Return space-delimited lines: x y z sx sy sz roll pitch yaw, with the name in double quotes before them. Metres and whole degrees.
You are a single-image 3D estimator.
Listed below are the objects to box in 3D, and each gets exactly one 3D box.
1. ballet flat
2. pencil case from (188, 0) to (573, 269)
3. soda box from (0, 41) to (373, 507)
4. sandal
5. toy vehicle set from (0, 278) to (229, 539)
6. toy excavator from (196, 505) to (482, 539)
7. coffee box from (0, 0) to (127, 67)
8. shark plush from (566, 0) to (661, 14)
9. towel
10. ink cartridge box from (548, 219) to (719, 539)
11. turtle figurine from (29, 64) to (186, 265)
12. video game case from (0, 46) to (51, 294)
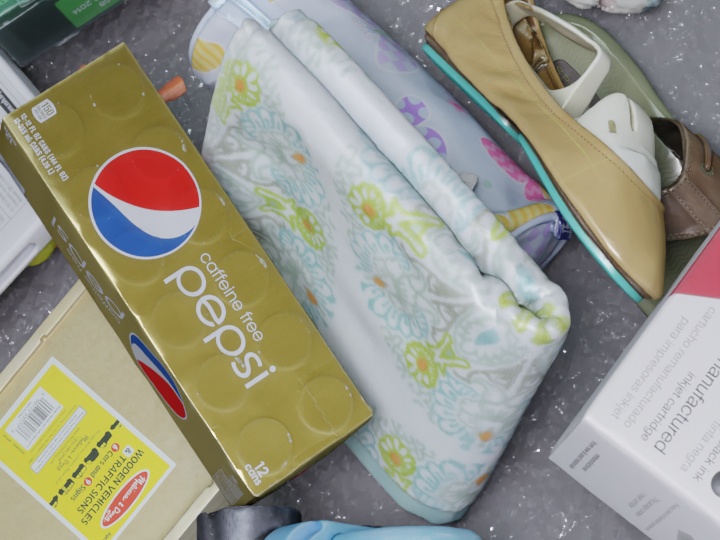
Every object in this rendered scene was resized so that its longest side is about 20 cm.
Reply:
"ballet flat" 0.092 -0.068 1.235 0.063 0.069 0.200 -41 49 6
"pencil case" 0.007 -0.059 1.295 0.200 0.091 0.083 47 109 21
"soda box" -0.079 0.005 1.232 0.068 0.064 0.201 -33 87 -15
"sandal" 0.130 -0.040 1.276 0.080 0.057 0.201 -42 70 1
"toy vehicle set" -0.128 0.093 1.326 0.124 0.027 0.200 40 89 19
"toy excavator" 0.052 0.153 1.218 0.199 0.194 0.101 -14 71 40
"coffee box" -0.153 -0.208 1.346 0.123 0.044 0.201 -31 57 5
"shark plush" 0.091 -0.208 1.345 0.083 0.091 0.201 -3 54 -6
"towel" 0.000 0.000 1.230 0.048 0.171 0.200 -33 71 -27
"ink cartridge box" 0.204 0.077 1.177 0.200 0.083 0.147 37 74 4
"turtle figurine" -0.181 -0.061 1.358 0.200 0.064 0.162 -42 63 11
"video game case" -0.238 -0.046 1.332 0.182 0.024 0.200 -47 63 9
